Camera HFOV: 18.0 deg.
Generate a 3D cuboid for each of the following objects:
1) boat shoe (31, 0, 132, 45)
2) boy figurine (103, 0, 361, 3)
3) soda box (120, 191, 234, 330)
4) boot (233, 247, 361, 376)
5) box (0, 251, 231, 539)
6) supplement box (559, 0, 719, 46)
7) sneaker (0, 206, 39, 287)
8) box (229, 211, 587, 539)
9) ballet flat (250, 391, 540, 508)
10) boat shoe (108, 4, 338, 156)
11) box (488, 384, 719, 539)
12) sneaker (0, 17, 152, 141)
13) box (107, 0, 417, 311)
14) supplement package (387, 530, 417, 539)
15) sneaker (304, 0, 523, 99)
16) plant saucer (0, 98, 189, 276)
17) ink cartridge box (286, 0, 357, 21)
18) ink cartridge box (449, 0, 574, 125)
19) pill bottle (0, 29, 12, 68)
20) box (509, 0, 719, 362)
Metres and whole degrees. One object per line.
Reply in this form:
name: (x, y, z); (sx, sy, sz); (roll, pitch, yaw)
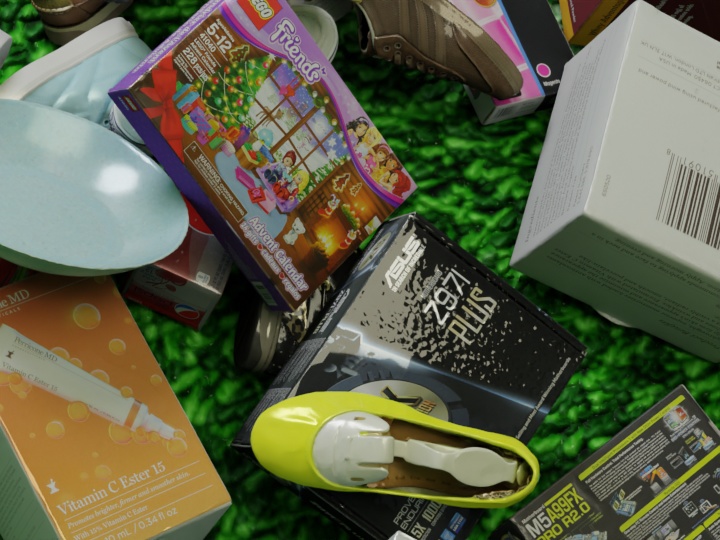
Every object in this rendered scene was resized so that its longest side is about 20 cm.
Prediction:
boat shoe: (-0.179, -0.258, 1.734); (0.071, 0.068, 0.201); (10, 49, 31)
boy figurine: (-0.087, -0.226, 1.659); (0.198, 0.124, 0.065); (1, 95, 4)
soda box: (-0.109, -0.061, 1.679); (0.070, 0.063, 0.201); (24, 57, -7)
boot: (-0.001, 0.001, 1.686); (0.153, 0.073, 0.205); (20, 67, -13)
box: (-0.195, 0.110, 1.536); (0.124, 0.098, 0.201); (-22, 74, -30)
supplement box: (0.288, -0.281, 1.872); (0.198, 0.197, 0.134); (4, 63, -21)
sneaker: (-0.243, -0.021, 1.592); (0.199, 0.085, 0.077); (-25, 76, -30)
box: (0.034, 0.089, 1.597); (0.163, 0.086, 0.201); (38, 78, -10)
ballet flat: (0.028, 0.121, 1.513); (0.198, 0.067, 0.067); (11, 89, -13)
boat shoe: (-0.090, -0.156, 1.647); (0.201, 0.086, 0.075); (-26, 75, -29)
box: (0.217, 0.202, 1.689); (0.199, 0.044, 0.161); (-34, 80, -32)
sneaker: (-0.215, -0.109, 1.655); (0.082, 0.074, 0.200); (45, 58, 8)
box: (-0.066, -0.091, 1.594); (0.137, 0.039, 0.201); (-45, 111, -22)
supplement package: (0.038, 0.281, 1.482); (0.155, 0.200, 0.111); (29, 57, -6)
sneaker: (0.037, -0.186, 1.762); (0.200, 0.070, 0.076); (40, 92, -21)
plant saucer: (-0.216, -0.047, 1.540); (0.199, 0.039, 0.202); (18, 30, -10)
ink cartridge box: (-0.066, -0.288, 1.759); (0.116, 0.067, 0.201); (-38, 112, -34)
ink cartridge box: (0.104, -0.219, 1.865); (0.094, 0.037, 0.201); (-15, 69, -28)
pill bottle: (-0.353, -0.183, 1.614); (0.199, 0.112, 0.112); (32, 57, -4)
box: (0.247, -0.066, 1.768); (0.198, 0.131, 0.201); (24, 63, -15)
